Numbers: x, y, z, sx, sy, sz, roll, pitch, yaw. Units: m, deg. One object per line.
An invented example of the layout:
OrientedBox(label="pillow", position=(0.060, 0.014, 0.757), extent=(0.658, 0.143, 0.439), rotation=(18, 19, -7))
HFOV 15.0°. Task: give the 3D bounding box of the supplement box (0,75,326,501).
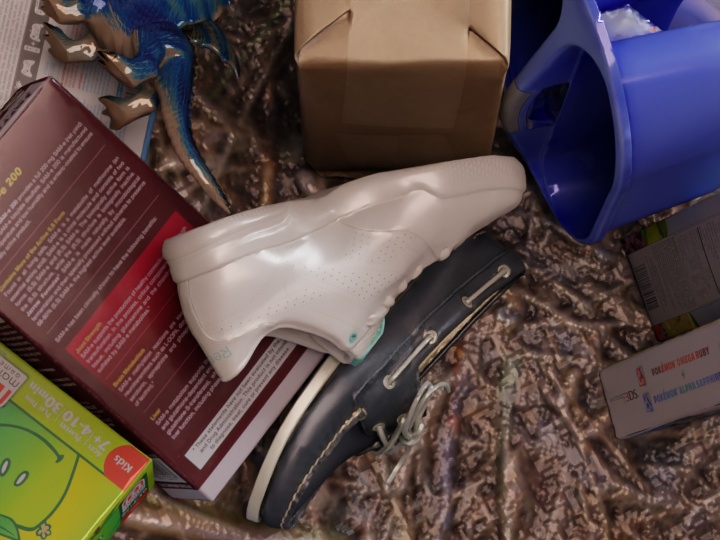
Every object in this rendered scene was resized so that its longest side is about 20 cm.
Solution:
OrientedBox(label="supplement box", position=(-0.123, 0.011, 1.361), extent=(0.200, 0.061, 0.109), rotation=(44, 72, -16))

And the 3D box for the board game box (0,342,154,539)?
OrientedBox(label="board game box", position=(-0.201, 0.144, 1.329), extent=(0.101, 0.048, 0.200), rotation=(36, 73, 9))

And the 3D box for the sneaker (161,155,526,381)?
OrientedBox(label="sneaker", position=(0.000, 0.000, 1.358), extent=(0.199, 0.075, 0.089), rotation=(-17, 90, -26))

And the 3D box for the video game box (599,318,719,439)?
OrientedBox(label="video game box", position=(0.246, 0.035, 1.410), extent=(0.199, 0.182, 0.047), rotation=(-14, 81, -17))

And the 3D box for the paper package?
OrientedBox(label="paper package", position=(0.021, -0.160, 1.368), extent=(0.103, 0.200, 0.192), rotation=(1, 78, 1))

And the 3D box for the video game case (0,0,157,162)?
OrientedBox(label="video game case", position=(-0.206, -0.083, 1.396), extent=(0.199, 0.018, 0.144), rotation=(14, 78, -12))

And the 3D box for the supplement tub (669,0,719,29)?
OrientedBox(label="supplement tub", position=(0.254, -0.163, 1.478), extent=(0.200, 0.123, 0.123), rotation=(-39, 91, -18))

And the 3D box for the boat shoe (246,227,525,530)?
OrientedBox(label="boat shoe", position=(0.013, 0.057, 1.403), extent=(0.062, 0.075, 0.200), rotation=(34, 64, 5))

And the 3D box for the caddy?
OrientedBox(label="caddy", position=(0.119, -0.097, 1.376), extent=(0.104, 0.200, 0.142), rotation=(-18, 73, -11))

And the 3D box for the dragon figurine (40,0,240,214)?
OrientedBox(label="dragon figurine", position=(-0.094, -0.122, 1.365), extent=(0.099, 0.059, 0.200), rotation=(-30, 54, -20))

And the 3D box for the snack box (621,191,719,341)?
OrientedBox(label="snack box", position=(0.250, -0.030, 1.413), extent=(0.168, 0.200, 0.068), rotation=(-20, 85, -17))
